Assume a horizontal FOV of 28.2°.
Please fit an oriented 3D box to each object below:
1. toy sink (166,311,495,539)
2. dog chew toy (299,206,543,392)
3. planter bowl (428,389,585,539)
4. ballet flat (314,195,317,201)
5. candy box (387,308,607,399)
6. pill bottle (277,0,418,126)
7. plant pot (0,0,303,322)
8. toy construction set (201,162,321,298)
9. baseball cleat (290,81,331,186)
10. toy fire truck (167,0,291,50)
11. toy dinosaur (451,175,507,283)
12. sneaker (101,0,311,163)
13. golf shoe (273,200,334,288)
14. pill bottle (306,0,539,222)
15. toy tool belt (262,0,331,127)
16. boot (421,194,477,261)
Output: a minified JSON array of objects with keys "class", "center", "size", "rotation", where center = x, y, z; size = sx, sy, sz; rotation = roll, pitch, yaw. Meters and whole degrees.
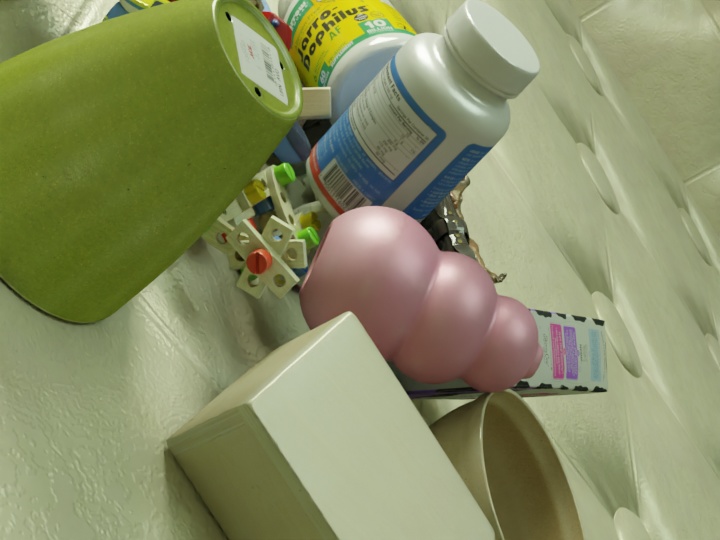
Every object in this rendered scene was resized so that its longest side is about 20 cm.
[{"class":"toy sink","center":[-0.020,0.157,1.012],"size":[0.201,0.112,0.130],"rotation":[56,44,-6]},{"class":"dog chew toy","center":[0.053,0.032,1.144],"size":[0.198,0.125,0.125],"rotation":[25,29,-4]},{"class":"planter bowl","center":[0.088,0.213,1.187],"size":[0.200,0.134,0.202],"rotation":[49,29,-40]},{"class":"ballet flat","center":[-0.007,-0.076,1.391],"size":[0.200,0.067,0.069],"rotation":[6,-63,69]},{"class":"candy box","center":[0.114,0.081,1.327],"size":[0.199,0.166,0.073],"rotation":[9,77,-55]},{"class":"pill bottle","center":[-0.009,-0.208,1.343],"size":[0.113,0.113,0.201],"rotation":[42,11,-40]},{"class":"plant pot","center":[-0.142,-0.094,0.951],"size":[0.187,0.199,0.188],"rotation":[45,28,-33]},{"class":"toy construction set","center":[-0.090,-0.034,1.154],"size":[0.200,0.091,0.132],"rotation":[-78,142,-82]},{"class":"baseball cleat","center":[-0.054,-0.156,1.416],"size":[0.200,0.069,0.107],"rotation":[-87,151,-71]},{"class":"toy fire truck","center":[-0.119,-0.219,1.115],"size":[0.199,0.049,0.141],"rotation":[36,-9,-32]},{"class":"toy dinosaur","center":[0.079,-0.007,1.530],"size":[0.135,0.086,0.201],"rotation":[41,44,-19]},{"class":"sneaker","center":[-0.125,-0.137,1.118],"size":[0.199,0.082,0.074],"rotation":[36,10,-25]},{"class":"golf shoe","center":[0.000,0.000,1.320],"size":[0.200,0.091,0.076],"rotation":[40,28,-46]},{"class":"pill bottle","center":[0.054,-0.124,1.197],"size":[0.112,0.200,0.113],"rotation":[33,29,-22]},{"class":"toy tool belt","center":[-0.103,-0.198,1.282],"size":[0.125,0.122,0.202],"rotation":[10,54,-63]},{"class":"boot","center":[0.060,-0.028,1.412],"size":[0.200,0.068,0.176],"rotation":[114,-34,-64]}]
